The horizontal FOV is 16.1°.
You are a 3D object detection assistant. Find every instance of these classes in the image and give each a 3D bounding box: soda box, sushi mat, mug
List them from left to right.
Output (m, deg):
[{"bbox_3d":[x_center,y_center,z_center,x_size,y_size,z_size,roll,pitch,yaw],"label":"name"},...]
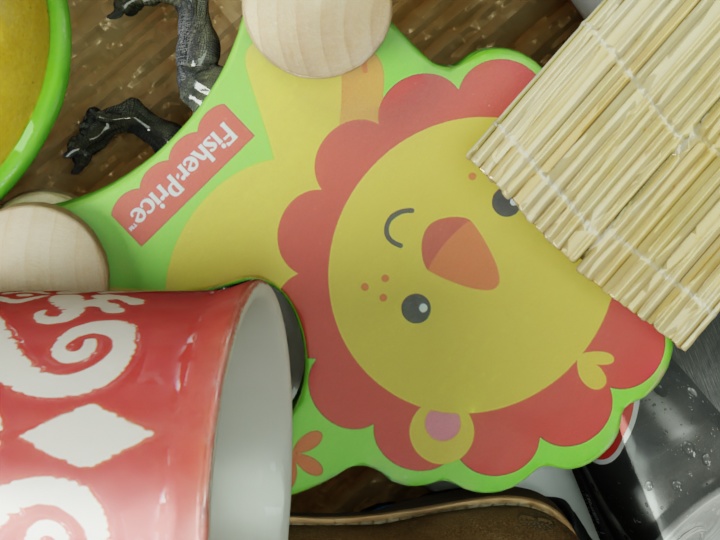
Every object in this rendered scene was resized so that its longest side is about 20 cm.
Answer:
[{"bbox_3d":[-0.131,0.070,0.728,0.199,0.178,0.134,3,108,8],"label":"mug"},{"bbox_3d":[0.100,0.028,0.884,0.071,0.063,0.201,-22,90,-16],"label":"soda box"},{"bbox_3d":[0.131,-0.077,0.803,0.096,0.012,0.200,42,87,-15],"label":"sushi mat"}]

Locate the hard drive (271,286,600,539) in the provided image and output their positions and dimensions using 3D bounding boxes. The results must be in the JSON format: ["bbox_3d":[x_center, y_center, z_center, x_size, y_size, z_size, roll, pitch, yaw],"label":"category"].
[{"bbox_3d":[0.042,0.015,0.926,0.199,0.026,0.132,27,88,-11],"label":"hard drive"}]

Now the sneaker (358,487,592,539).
[{"bbox_3d":[-0.002,0.147,0.890,0.200,0.073,0.112,-35,119,-15],"label":"sneaker"}]

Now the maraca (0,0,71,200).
[{"bbox_3d":[-0.188,-0.054,0.836,0.199,0.107,0.137,-28,72,4],"label":"maraca"}]

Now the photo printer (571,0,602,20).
[{"bbox_3d":[0.149,-0.135,0.914,0.166,0.069,0.200,-36,100,-7],"label":"photo printer"}]

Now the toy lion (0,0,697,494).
[{"bbox_3d":[0.000,0.000,0.824,0.200,0.069,0.192,-43,96,3],"label":"toy lion"}]

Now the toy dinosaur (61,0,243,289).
[{"bbox_3d":[-0.051,-0.056,0.873,0.088,0.047,0.201,23,95,10],"label":"toy dinosaur"}]

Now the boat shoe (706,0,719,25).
[{"bbox_3d":[0.191,-0.104,0.858,0.200,0.072,0.066,-27,111,-12],"label":"boat shoe"}]

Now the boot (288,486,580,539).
[{"bbox_3d":[-0.020,0.116,0.810,0.199,0.075,0.074,-14,101,-6],"label":"boot"}]
